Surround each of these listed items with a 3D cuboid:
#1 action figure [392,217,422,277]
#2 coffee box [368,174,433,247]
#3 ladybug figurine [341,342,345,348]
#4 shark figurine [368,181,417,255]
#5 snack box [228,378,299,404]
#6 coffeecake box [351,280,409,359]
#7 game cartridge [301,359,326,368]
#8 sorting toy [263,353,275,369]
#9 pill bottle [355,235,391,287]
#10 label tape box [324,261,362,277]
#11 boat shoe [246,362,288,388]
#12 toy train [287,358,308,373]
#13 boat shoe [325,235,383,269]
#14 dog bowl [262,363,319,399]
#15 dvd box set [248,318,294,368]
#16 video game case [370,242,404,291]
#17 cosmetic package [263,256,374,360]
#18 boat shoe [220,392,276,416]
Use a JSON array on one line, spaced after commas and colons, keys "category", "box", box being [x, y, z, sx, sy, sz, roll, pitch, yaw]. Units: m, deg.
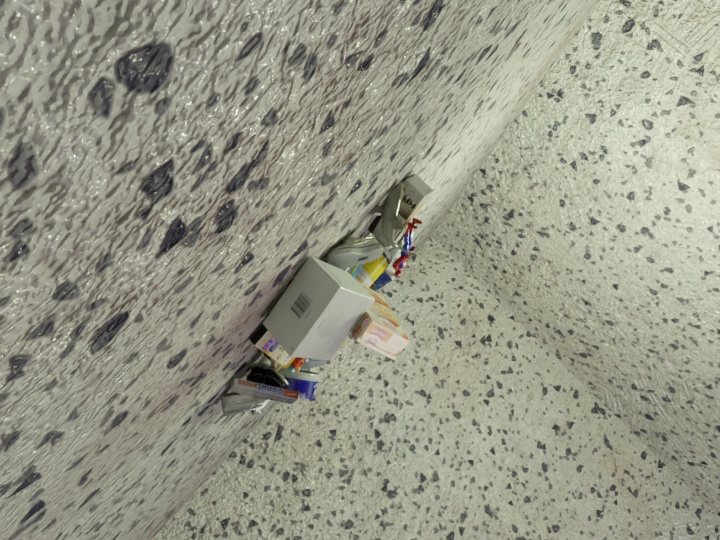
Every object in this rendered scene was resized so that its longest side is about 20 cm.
[{"category": "action figure", "box": [0.142, -0.061, 1.751, 0.066, 0.051, 0.204, -48, 162, -53]}, {"category": "coffee box", "box": [0.122, -0.181, 1.700, 0.202, 0.079, 0.114, -52, 172, 26]}, {"category": "ladybug figurine", "box": [-0.095, 0.153, 1.836, 0.069, 0.208, 0.136, -9, 169, 10]}, {"category": "shark figurine", "box": [0.099, -0.118, 1.574, 0.126, 0.088, 0.220, -32, 130, -29]}, {"category": "snack box", "box": [-0.276, 0.348, 1.613, 0.072, 0.194, 0.025, 137, -35, -55]}, {"category": "coffeecake box", "box": [0.027, 0.126, 1.521, 0.152, 0.202, 0.073, 31, 108, -37]}, {"category": "game cartridge", "box": [-0.177, 0.267, 1.854, 0.196, 0.041, 0.135, 10, 120, -44]}, {"category": "sorting toy", "box": [-0.207, 0.190, 1.660, 0.199, 0.069, 0.201, -47, 172, -20]}, {"category": "pill bottle", "box": [0.000, 0.000, 1.775, 0.200, 0.112, 0.113, -46, 173, -13]}, {"category": "label tape box", "box": [-0.062, 0.004, 1.589, 0.199, 0.063, 0.145, -42, 170, -47]}, {"category": "boat shoe", "box": [-0.279, 0.324, 1.670, 0.060, 0.075, 0.197, -46, -151, -25]}, {"category": "toy train", "box": [-0.141, 0.217, 1.689, 0.198, 0.056, 0.151, -35, 165, -28]}, {"category": "boat shoe", "box": [-0.023, -0.057, 1.505, 0.196, 0.067, 0.073, -15, 151, -38]}, {"category": "dog bowl", "box": [-0.234, 0.362, 1.844, 0.200, 0.192, 0.082, 77, 24, -82]}, {"category": "dvd box set", "box": [-0.192, 0.164, 1.468, 0.147, 0.029, 0.201, -49, 151, -7]}, {"category": "video game case", "box": [0.061, 0.007, 1.918, 0.198, 0.046, 0.183, -34, -162, 40]}, {"category": "cosmetic package", "box": [-0.097, 0.098, 1.370, 0.202, 0.123, 0.199, -53, 152, 7]}, {"category": "boat shoe", "box": [-0.316, 0.393, 1.672, 0.195, 0.071, 0.071, -2, 180, -36]}]
